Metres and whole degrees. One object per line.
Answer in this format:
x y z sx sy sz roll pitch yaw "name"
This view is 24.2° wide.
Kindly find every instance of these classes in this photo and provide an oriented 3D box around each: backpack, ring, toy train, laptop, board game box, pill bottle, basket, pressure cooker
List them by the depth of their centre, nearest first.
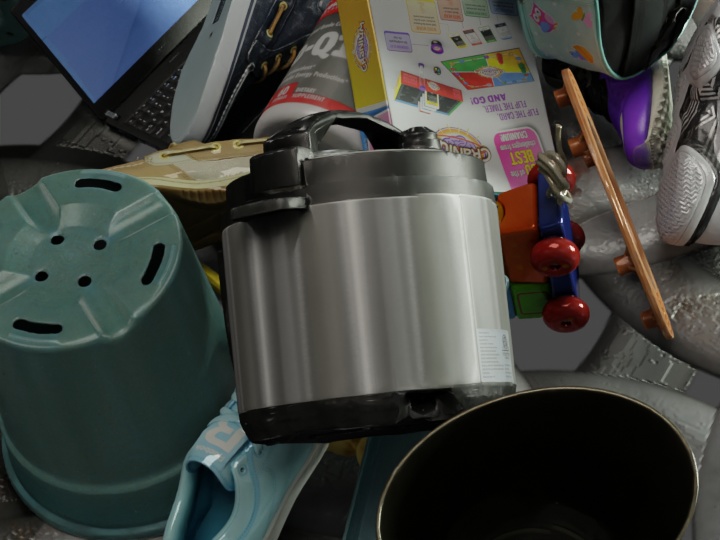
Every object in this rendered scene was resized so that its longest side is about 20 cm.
0.105 0.180 0.990 0.180 0.200 0.136 -19 56 -7 "basket"
0.004 0.002 1.027 0.178 0.176 0.201 -5 84 -9 "pressure cooker"
0.173 -0.044 1.164 0.019 0.201 0.201 -21 51 10 "ring"
0.093 -0.034 1.166 0.115 0.200 0.085 -6 54 10 "toy train"
0.174 -0.249 1.241 0.153 0.200 0.176 12 45 38 "backpack"
0.065 -0.143 1.261 0.153 0.040 0.201 1 72 -33 "board game box"
0.006 -0.153 1.324 0.114 0.114 0.200 15 56 19 "pill bottle"
-0.147 -0.200 1.392 0.200 0.103 0.177 26 61 26 "laptop"

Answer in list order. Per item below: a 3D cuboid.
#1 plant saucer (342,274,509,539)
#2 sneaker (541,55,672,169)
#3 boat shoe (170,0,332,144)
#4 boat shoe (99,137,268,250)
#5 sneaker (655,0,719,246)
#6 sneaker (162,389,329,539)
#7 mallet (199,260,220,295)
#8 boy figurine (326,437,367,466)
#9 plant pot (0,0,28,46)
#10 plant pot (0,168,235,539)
0.044 0.095 1.103 0.070 0.019 0.201 11 79 18 "plant saucer"
0.194 -0.151 1.330 0.099 0.070 0.200 -7 47 12 "sneaker"
-0.082 -0.177 1.357 0.071 0.091 0.201 -9 59 60 "boat shoe"
-0.121 -0.059 1.232 0.199 0.074 0.066 -3 45 -5 "boat shoe"
0.290 -0.104 1.241 0.115 0.075 0.200 14 77 -4 "sneaker"
-0.071 0.114 1.099 0.074 0.082 0.200 15 83 25 "sneaker"
-0.103 0.017 1.264 0.200 0.066 0.041 40 67 16 "mallet"
0.047 0.107 1.147 0.200 0.064 0.125 15 65 17 "boy figurine"
-0.325 -0.291 1.439 0.200 0.201 0.161 4 67 12 "plant pot"
-0.174 0.049 1.143 0.200 0.196 0.201 -5 52 6 "plant pot"
